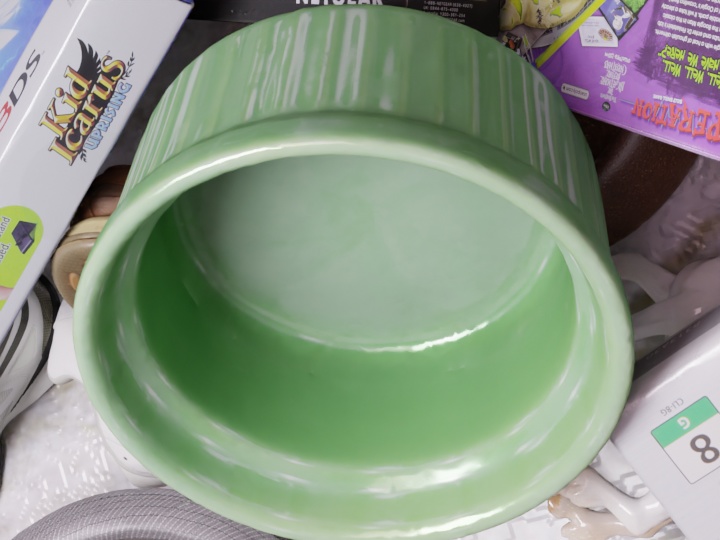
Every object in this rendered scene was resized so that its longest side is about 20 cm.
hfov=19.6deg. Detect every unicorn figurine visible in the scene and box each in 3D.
[{"bbox_3d":[0.135,0.038,0.832,0.136,0.074,0.202,-4,107,17],"label":"unicorn figurine"}]

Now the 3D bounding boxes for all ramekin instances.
[{"bbox_3d":[0.000,0.000,0.765,0.198,0.098,0.201,3,132,3],"label":"ramekin"}]

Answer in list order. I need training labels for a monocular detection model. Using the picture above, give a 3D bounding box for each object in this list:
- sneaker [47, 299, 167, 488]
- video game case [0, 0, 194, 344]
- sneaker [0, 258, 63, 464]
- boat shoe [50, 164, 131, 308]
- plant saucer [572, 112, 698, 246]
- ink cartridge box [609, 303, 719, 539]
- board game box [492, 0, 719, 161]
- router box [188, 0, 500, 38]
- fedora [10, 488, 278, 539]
[{"bbox_3d":[-0.062,0.067,0.930,0.200,0.078,0.100,38,117,26],"label":"sneaker"},{"bbox_3d":[-0.158,-0.090,0.910,0.182,0.045,0.200,-57,34,18],"label":"video game case"},{"bbox_3d":[-0.217,0.080,0.975,0.076,0.115,0.201,39,110,18],"label":"sneaker"},{"bbox_3d":[-0.027,-0.010,0.876,0.198,0.068,0.072,7,140,4],"label":"boat shoe"},{"bbox_3d":[0.054,-0.098,0.873,0.199,0.034,0.202,3,96,27],"label":"plant saucer"},{"bbox_3d":[0.209,0.081,0.766,0.160,0.050,0.200,-36,97,21],"label":"ink cartridge box"},{"bbox_3d":[0.099,-0.114,0.761,0.200,0.032,0.121,28,106,56],"label":"board game box"},{"bbox_3d":[-0.022,-0.179,0.851,0.199,0.052,0.159,10,99,50],"label":"router box"},{"bbox_3d":[-0.093,0.186,0.925,0.175,0.090,0.202,12,99,3],"label":"fedora"}]
